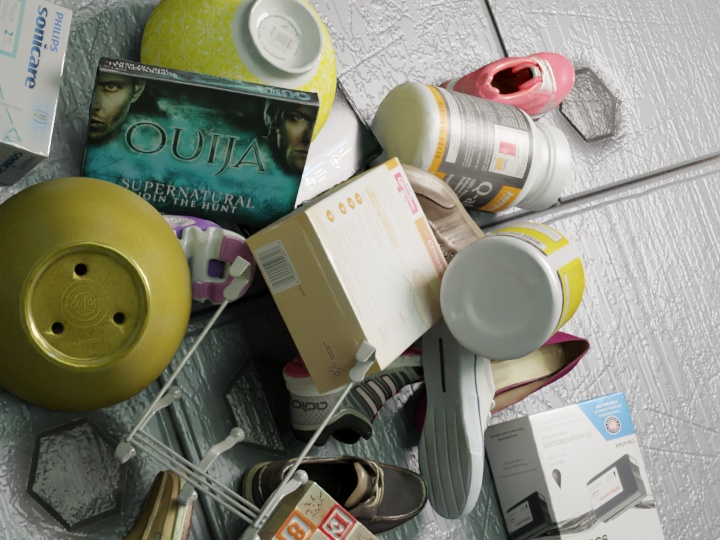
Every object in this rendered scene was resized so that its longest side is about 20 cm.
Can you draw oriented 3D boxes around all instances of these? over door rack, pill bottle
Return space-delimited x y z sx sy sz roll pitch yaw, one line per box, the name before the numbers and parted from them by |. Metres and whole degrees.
over door rack | -0.095 0.115 1.273 0.147 0.067 0.201 32 83 10
pill bottle | 0.116 -0.124 1.569 0.199 0.116 0.117 10 70 -32
pill bottle | 0.153 0.014 1.433 0.115 0.114 0.200 66 20 1

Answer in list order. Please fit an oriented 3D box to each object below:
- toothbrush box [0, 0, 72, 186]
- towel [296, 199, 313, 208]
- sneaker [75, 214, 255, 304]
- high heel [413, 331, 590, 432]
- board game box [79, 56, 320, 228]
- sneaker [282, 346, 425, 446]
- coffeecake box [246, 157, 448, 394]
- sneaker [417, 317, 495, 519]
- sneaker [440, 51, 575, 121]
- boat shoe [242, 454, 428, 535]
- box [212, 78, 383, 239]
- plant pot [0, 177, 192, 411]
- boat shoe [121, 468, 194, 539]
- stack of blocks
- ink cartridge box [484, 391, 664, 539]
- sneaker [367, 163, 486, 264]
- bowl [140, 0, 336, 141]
toothbrush box | -0.360 -0.177 1.272 0.199 0.085 0.148 19 65 -30
towel | 0.019 -0.003 1.493 0.199 0.022 0.148 -7 79 -53
sneaker | -0.197 -0.019 1.346 0.198 0.089 0.081 7 107 -13
high heel | 0.144 0.110 1.523 0.199 0.096 0.068 -30 93 -38
board game box | -0.147 -0.112 1.343 0.198 0.136 0.028 7 32 -14
sneaker | -0.004 0.119 1.436 0.199 0.073 0.088 -12 111 -53
coffeecake box | 0.000 0.000 1.372 0.154 0.073 0.200 64 30 -5
sneaker | 0.103 0.142 1.459 0.071 0.073 0.202 -9 104 -47
sneaker | 0.183 -0.205 1.660 0.199 0.087 0.074 -21 88 -38
boat shoe | -0.012 0.211 1.396 0.199 0.073 0.075 4 73 -34
box | -0.090 -0.131 1.470 0.200 0.046 0.160 -38 98 -37
plant pot | -0.226 0.024 1.216 0.198 0.142 0.202 -1 93 -15
boat shoe | -0.195 0.258 1.261 0.076 0.072 0.201 18 63 -12
stack of blocks | -0.072 0.293 1.296 0.115 0.058 0.200 45 73 -20
ink cartridge box | 0.226 0.241 1.546 0.144 0.084 0.202 -9 81 -36
sneaker | 0.076 -0.031 1.501 0.200 0.070 0.076 38 43 -36
bowl | -0.094 -0.201 1.394 0.199 0.107 0.202 11 69 -31
